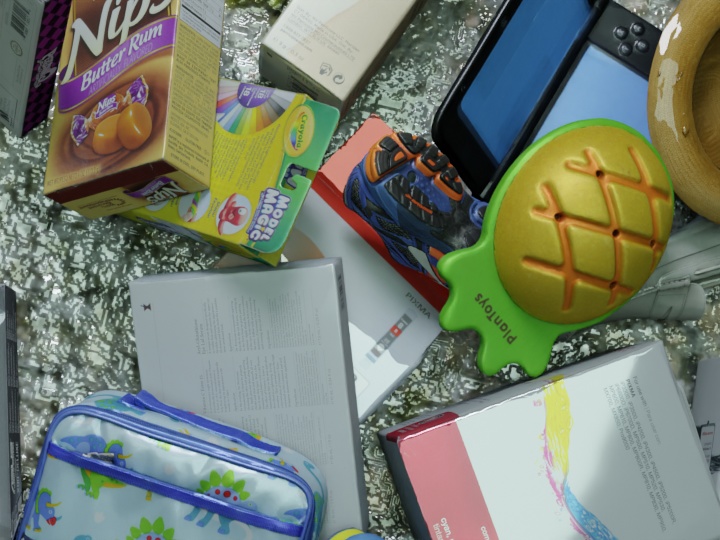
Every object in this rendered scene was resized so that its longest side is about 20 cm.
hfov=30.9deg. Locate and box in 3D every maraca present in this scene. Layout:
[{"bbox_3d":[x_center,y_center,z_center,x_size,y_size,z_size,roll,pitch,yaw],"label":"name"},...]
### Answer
[{"bbox_3d":[0.139,-0.016,0.909,0.200,0.107,0.137,-46,107,-8],"label":"maraca"}]

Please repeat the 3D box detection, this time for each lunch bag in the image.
[{"bbox_3d":[-0.130,0.176,0.890,0.199,0.082,0.162,19,97,4],"label":"lunch bag"}]

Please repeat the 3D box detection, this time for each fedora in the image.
[{"bbox_3d":[0.283,-0.129,0.986,0.199,0.082,0.202,0,91,-20],"label":"fedora"}]

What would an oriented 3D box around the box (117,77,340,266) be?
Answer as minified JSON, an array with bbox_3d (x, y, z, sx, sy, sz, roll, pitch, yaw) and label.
[{"bbox_3d":[-0.101,-0.078,0.936,0.199,0.048,0.118,18,80,41],"label":"box"}]

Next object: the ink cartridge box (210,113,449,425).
[{"bbox_3d":[0.000,0.000,0.990,0.162,0.050,0.200,44,85,1],"label":"ink cartridge box"}]

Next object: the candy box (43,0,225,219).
[{"bbox_3d":[-0.161,-0.148,0.943,0.116,0.056,0.201,-12,63,31],"label":"candy box"}]

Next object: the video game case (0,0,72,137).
[{"bbox_3d":[-0.284,-0.208,0.921,0.181,0.200,0.036,45,62,3],"label":"video game case"}]

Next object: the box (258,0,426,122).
[{"bbox_3d":[0.009,-0.219,0.996,0.078,0.095,0.200,35,83,0],"label":"box"}]

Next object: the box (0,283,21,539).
[{"bbox_3d":[-0.331,0.114,0.950,0.157,0.050,0.201,-2,83,-5],"label":"box"}]

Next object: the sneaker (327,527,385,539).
[{"bbox_3d":[0.032,0.270,0.907,0.066,0.078,0.201,-36,120,-25],"label":"sneaker"}]

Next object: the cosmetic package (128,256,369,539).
[{"bbox_3d":[-0.078,0.097,0.936,0.150,0.052,0.201,-5,96,6],"label":"cosmetic package"}]

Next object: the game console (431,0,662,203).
[{"bbox_3d":[0.166,-0.129,0.984,0.175,0.116,0.201,32,82,0],"label":"game console"}]

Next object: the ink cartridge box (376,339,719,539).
[{"bbox_3d":[0.132,0.151,0.932,0.199,0.145,0.145,-20,86,-6],"label":"ink cartridge box"}]

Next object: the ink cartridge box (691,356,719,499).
[{"bbox_3d":[0.319,0.172,0.972,0.146,0.083,0.201,12,82,-7],"label":"ink cartridge box"}]

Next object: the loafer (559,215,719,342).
[{"bbox_3d":[0.238,0.009,0.996,0.199,0.070,0.070,-26,79,-8],"label":"loafer"}]

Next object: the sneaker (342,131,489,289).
[{"bbox_3d":[0.067,-0.022,0.968,0.200,0.078,0.075,45,57,-17],"label":"sneaker"}]
